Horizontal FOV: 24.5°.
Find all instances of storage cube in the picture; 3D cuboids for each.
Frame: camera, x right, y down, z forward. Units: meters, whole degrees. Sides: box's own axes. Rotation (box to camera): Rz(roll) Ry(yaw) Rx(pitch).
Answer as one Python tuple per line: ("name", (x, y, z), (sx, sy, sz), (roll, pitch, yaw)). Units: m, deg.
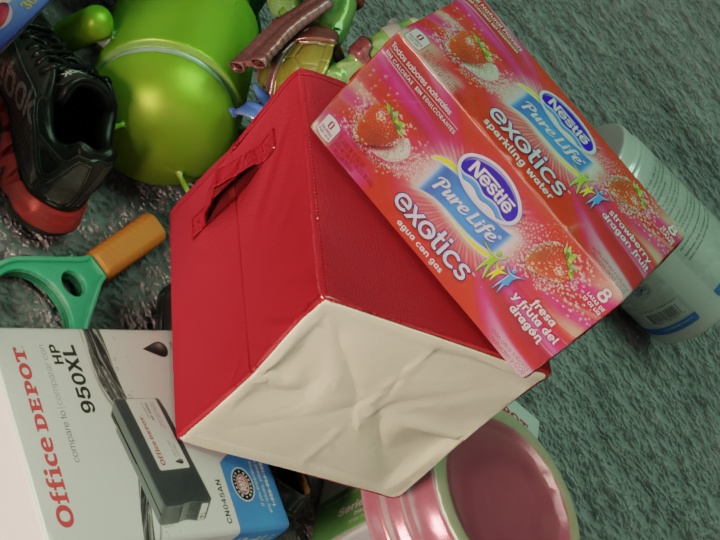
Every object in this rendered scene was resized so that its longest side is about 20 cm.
("storage cube", (-0.004, 0.014, 1.056), (0.199, 0.171, 0.181), (20, 45, -30))

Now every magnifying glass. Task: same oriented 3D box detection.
("magnifying glass", (-0.193, 0.008, 1.129), (0.080, 0.022, 0.200), (53, 33, -4))

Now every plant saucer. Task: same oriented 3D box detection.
("plant saucer", (0.087, 0.170, 1.163), (0.200, 0.051, 0.201), (31, 42, -32))

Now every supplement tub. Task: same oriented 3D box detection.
("supplement tub", (0.280, -0.035, 1.655), (0.200, 0.132, 0.132), (43, 36, -19))

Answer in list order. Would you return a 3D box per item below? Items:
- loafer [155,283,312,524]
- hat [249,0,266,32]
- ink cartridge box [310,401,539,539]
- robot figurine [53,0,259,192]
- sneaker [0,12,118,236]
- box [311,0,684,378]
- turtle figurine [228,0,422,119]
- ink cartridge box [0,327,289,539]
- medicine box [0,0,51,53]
("loafer", (-0.084, 0.089, 1.150), (0.073, 0.072, 0.201), (-1, 62, -50))
("hat", (-0.085, -0.280, 1.364), (0.199, 0.176, 0.166), (25, 44, -38))
("ink cartridge box", (0.053, 0.160, 1.249), (0.146, 0.084, 0.201), (40, 38, -23))
("robot figurine", (-0.140, -0.147, 1.240), (0.175, 0.115, 0.201), (37, 38, -26))
("sneaker", (-0.217, -0.129, 1.146), (0.071, 0.098, 0.201), (6, 56, -45))
("box", (0.081, -0.053, 0.979), (0.200, 0.095, 0.100), (50, 39, 3))
("turtle figurine", (-0.007, -0.146, 1.237), (0.199, 0.144, 0.195), (6, 56, -13))
("ink cartridge box", (-0.158, 0.116, 1.024), (0.199, 0.084, 0.145), (3, 59, -49))
("medicine box", (-0.297, -0.223, 1.049), (0.199, 0.182, 0.103), (17, 49, -43))
